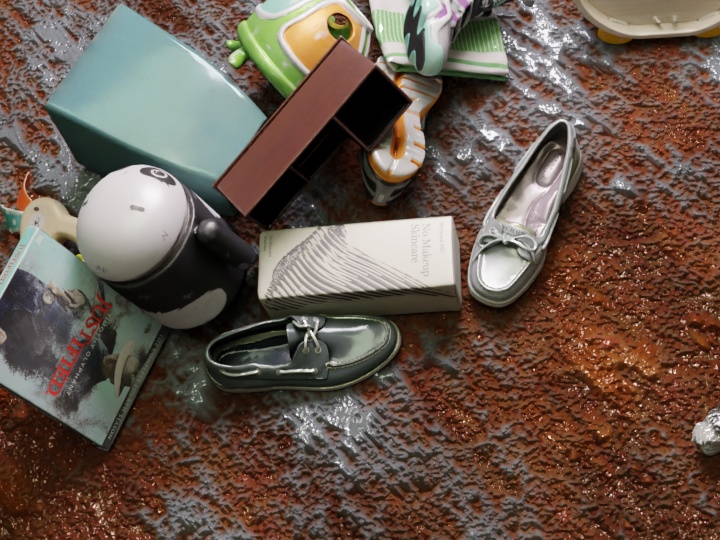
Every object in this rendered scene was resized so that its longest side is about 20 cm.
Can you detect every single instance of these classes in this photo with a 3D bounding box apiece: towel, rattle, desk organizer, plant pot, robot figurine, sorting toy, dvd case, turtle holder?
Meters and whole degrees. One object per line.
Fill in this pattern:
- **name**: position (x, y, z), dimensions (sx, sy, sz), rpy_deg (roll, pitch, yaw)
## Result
- **towel**: position (0.081, -0.298, 1.417), dimensions (0.152, 0.023, 0.201), rpy_deg (1, 62, -18)
- **rattle**: position (-0.354, -0.028, 1.344), dimensions (0.130, 0.143, 0.201), rpy_deg (-41, 69, 31)
- **desk organizer**: position (-0.047, -0.126, 1.289), dimensions (0.200, 0.072, 0.077), rpy_deg (-49, 40, 2)
- **plant pot**: position (-0.199, -0.155, 1.377), dimensions (0.199, 0.141, 0.142), rpy_deg (28, 74, 14)
- **robot figurine**: position (-0.191, -0.021, 1.274), dimensions (0.150, 0.200, 0.125), rpy_deg (-35, 52, 9)
- **sorting toy**: position (0.324, -0.347, 1.390), dimensions (0.199, 0.107, 0.181), rpy_deg (-1, 58, 11)
- **dvd case**: position (-0.284, 0.069, 1.260), dimensions (0.022, 0.200, 0.147), rpy_deg (8, 64, 40)
- **turtle holder**: position (-0.051, -0.236, 1.384), dimensions (0.132, 0.185, 0.141), rpy_deg (-43, 81, 11)

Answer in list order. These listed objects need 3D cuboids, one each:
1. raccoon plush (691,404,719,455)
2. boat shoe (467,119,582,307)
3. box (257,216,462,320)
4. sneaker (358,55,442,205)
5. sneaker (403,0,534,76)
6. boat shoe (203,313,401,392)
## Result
- **raccoon plush**: position (0.369, 0.062, 1.196), dimensions (0.199, 0.097, 0.134), rpy_deg (-26, 56, -1)
- **boat shoe**: position (0.165, -0.058, 1.300), dimensions (0.074, 0.065, 0.203), rpy_deg (26, 73, 21)
- **box**: position (0.000, 0.000, 1.303), dimensions (0.199, 0.068, 0.083), rpy_deg (-6, 65, 9)
- **sneaker**: position (0.034, -0.154, 1.367), dimensions (0.078, 0.077, 0.201), rpy_deg (18, 50, -4)
- **sneaker**: position (0.118, -0.283, 1.361), dimensions (0.139, 0.078, 0.201), rpy_deg (7, 59, -13)
- **boat shoe**: position (-0.060, 0.079, 1.282), dimensions (0.199, 0.062, 0.073), rpy_deg (-10, 64, 7)
